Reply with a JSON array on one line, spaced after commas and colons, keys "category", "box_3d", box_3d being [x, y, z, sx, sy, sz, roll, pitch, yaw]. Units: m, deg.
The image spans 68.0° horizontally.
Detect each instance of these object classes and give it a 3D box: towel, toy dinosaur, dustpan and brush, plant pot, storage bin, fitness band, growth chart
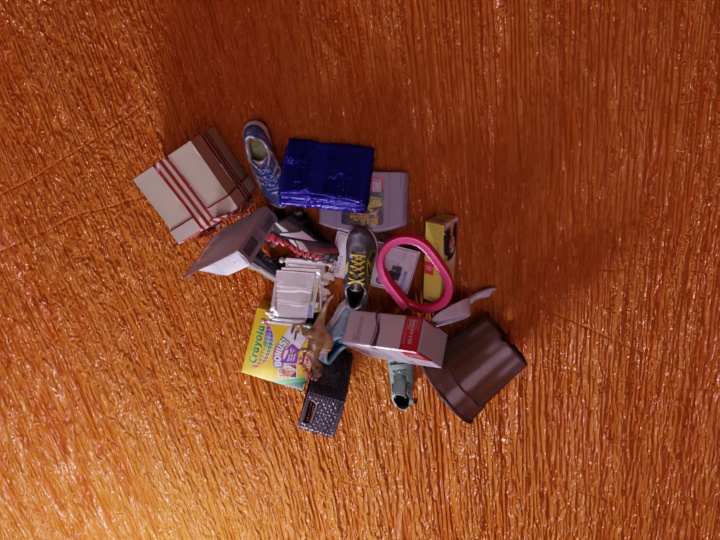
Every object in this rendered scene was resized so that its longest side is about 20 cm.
[{"category": "towel", "box_3d": [-0.074, -0.205, 1.148, 0.197, 0.050, 0.150, 7, 88, 5]}, {"category": "toy dinosaur", "box_3d": [-0.112, 0.155, 1.266, 0.100, 0.058, 0.203, 7, 85, 6]}, {"category": "dustpan and brush", "box_3d": [0.239, 0.087, 1.276, 0.197, 0.140, 0.058, -12, 77, -7]}, {"category": "plant pot", "box_3d": [0.280, 0.228, 1.290, 0.198, 0.201, 0.200, -40, 107, 12]}, {"category": "storage bin", "box_3d": [-0.085, 0.296, 1.330, 0.093, 0.201, 0.137, 16, 115, -4]}, {"category": "fitness band", "box_3d": [0.121, 0.010, 1.195, 0.143, 0.038, 0.201, -32, 104, 25]}, {"category": "growth chart", "box_3d": [-0.144, 0.055, 1.251, 0.143, 0.018, 0.202, 12, 117, -14]}]

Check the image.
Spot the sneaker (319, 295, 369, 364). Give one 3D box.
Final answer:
[{"category": "sneaker", "box_3d": [-0.034, 0.145, 1.298, 0.201, 0.082, 0.074, -53, 137, 3]}]

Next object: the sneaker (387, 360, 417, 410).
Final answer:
[{"category": "sneaker", "box_3d": [0.104, 0.251, 1.343, 0.073, 0.119, 0.203, -8, 113, 9]}]

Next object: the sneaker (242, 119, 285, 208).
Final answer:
[{"category": "sneaker", "box_3d": [-0.211, -0.222, 1.169, 0.075, 0.077, 0.202, -18, 118, 9]}]

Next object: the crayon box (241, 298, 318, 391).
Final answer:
[{"category": "crayon box", "box_3d": [-0.198, 0.192, 1.368, 0.170, 0.058, 0.202, 17, 113, -4]}]

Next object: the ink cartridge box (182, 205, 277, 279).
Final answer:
[{"category": "ink cartridge box", "box_3d": [-0.290, -0.048, 1.184, 0.198, 0.161, 0.047, -23, 122, 35]}]

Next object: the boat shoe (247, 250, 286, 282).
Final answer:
[{"category": "boat shoe", "box_3d": [-0.207, -0.012, 1.272, 0.198, 0.074, 0.067, 31, 77, -22]}]

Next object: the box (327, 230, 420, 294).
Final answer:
[{"category": "box", "box_3d": [0.030, -0.028, 1.252, 0.197, 0.060, 0.118, 15, 115, -3]}]

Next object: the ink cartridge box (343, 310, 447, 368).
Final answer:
[{"category": "ink cartridge box", "box_3d": [0.081, 0.159, 1.239, 0.198, 0.085, 0.144, 2, 160, 33]}]

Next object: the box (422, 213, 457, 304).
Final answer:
[{"category": "box", "box_3d": [0.183, -0.023, 1.231, 0.050, 0.075, 0.203, 16, 121, 32]}]

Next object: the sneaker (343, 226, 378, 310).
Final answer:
[{"category": "sneaker", "box_3d": [0.000, 0.000, 1.179, 0.073, 0.085, 0.202, 3, 124, 2]}]

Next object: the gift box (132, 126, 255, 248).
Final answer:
[{"category": "gift box", "box_3d": [-0.351, -0.168, 1.143, 0.183, 0.201, 0.188, -26, 112, 20]}]

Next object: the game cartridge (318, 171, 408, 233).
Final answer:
[{"category": "game cartridge", "box_3d": [0.006, -0.150, 1.183, 0.197, 0.041, 0.135, 0, 91, 4]}]

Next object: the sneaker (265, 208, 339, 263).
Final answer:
[{"category": "sneaker", "box_3d": [-0.131, -0.083, 1.209, 0.198, 0.071, 0.099, 23, 108, 21]}]
